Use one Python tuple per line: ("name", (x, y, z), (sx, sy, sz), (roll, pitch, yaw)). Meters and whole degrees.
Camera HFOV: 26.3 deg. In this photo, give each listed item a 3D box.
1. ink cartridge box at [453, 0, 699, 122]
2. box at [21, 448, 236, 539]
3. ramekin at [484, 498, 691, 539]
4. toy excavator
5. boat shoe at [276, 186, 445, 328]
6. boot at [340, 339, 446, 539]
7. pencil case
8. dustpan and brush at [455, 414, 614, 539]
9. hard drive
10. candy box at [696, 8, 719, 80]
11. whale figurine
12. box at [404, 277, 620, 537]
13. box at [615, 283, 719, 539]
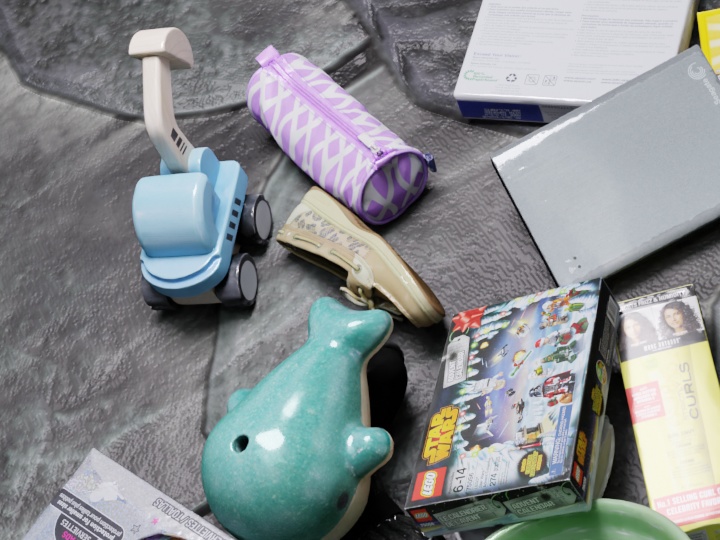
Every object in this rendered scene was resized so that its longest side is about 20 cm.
("ink cartridge box", (0.202, -0.223, 1.404), (0.198, 0.041, 0.201), (7, 63, 23))
("box", (-0.150, 0.249, 1.188), (0.199, 0.132, 0.115), (25, 69, 32))
("ramekin", (0.151, 0.262, 1.048), (0.199, 0.098, 0.201), (-20, 31, 13))
("toy excavator", (-0.157, -0.085, 1.361), (0.099, 0.200, 0.196), (-2, 59, 20))
("boat shoe", (0.000, 0.000, 1.332), (0.063, 0.073, 0.200), (-46, 43, -3))
("boot", (0.012, 0.169, 1.206), (0.157, 0.079, 0.212), (26, 82, 40))
("pencil case", (-0.024, -0.122, 1.405), (0.084, 0.086, 0.200), (-44, 53, -7))
("dustpan and brush", (0.110, 0.201, 1.174), (0.139, 0.057, 0.201), (5, 55, 31))
("hard drive", (0.227, -0.081, 1.285), (0.199, 0.033, 0.140), (-28, 74, 3))
("candy box", (0.393, -0.197, 1.323), (0.198, 0.026, 0.103), (-9, 53, 16))
("whale figurine", (-0.048, 0.110, 1.155), (0.158, 0.104, 0.201), (14, 77, 38))
("box", (0.118, 0.101, 1.164), (0.136, 0.040, 0.201), (-16, 37, 30))
("box", (0.242, 0.113, 1.171), (0.075, 0.050, 0.201), (-14, 55, 13))
